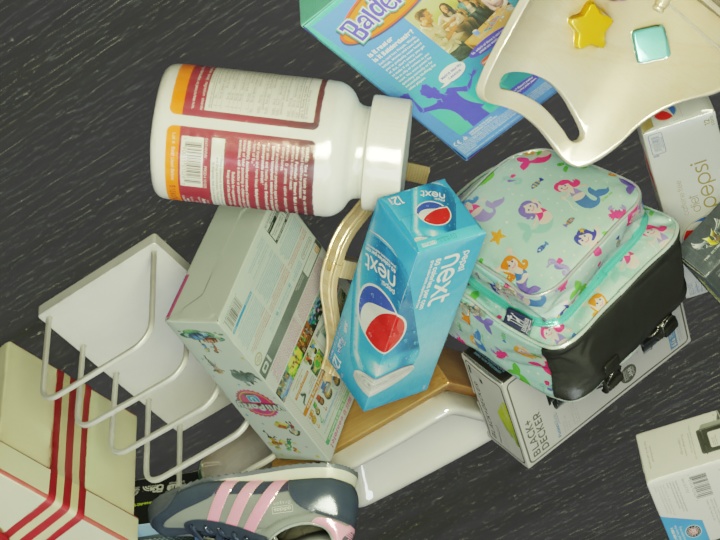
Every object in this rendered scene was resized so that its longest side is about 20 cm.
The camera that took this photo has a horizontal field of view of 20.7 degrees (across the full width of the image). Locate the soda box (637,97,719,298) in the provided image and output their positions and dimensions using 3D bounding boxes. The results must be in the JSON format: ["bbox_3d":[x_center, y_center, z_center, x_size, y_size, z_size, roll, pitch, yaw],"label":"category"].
[{"bbox_3d":[0.281,-0.073,1.675,0.063,0.068,0.201,-17,132,6],"label":"soda box"}]

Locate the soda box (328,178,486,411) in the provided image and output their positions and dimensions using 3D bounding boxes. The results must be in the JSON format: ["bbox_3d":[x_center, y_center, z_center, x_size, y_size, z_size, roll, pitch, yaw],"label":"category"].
[{"bbox_3d":[0.035,0.023,1.588,0.067,0.064,0.201,-17,145,-29],"label":"soda box"}]

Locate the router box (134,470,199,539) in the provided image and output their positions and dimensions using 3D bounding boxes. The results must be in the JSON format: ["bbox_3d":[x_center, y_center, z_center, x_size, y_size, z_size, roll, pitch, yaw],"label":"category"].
[{"bbox_3d":[-0.202,0.293,1.969,0.149,0.062,0.201,-8,133,4],"label":"router box"}]

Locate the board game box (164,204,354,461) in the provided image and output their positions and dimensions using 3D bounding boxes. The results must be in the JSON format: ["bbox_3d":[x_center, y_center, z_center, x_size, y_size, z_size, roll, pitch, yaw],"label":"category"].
[{"bbox_3d":[-0.070,0.048,1.694,0.064,0.148,0.200,-3,139,35],"label":"board game box"}]

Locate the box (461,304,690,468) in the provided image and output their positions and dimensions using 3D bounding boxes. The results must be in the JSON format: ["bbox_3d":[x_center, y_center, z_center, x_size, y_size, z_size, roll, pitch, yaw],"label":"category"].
[{"bbox_3d":[0.193,0.068,1.738,0.199,0.060,0.117,-35,134,-17],"label":"box"}]

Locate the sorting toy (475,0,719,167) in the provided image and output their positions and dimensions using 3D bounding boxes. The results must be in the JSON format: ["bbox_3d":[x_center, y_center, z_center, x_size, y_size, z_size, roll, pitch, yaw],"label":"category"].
[{"bbox_3d":[0.180,-0.178,1.504,0.200,0.107,0.180,34,97,-30],"label":"sorting toy"}]

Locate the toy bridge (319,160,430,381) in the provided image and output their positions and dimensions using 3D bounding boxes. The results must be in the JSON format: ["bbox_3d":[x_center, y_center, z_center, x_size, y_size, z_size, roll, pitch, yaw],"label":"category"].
[{"bbox_3d":[0.000,0.000,1.667,0.067,0.027,0.201,11,101,-38],"label":"toy bridge"}]

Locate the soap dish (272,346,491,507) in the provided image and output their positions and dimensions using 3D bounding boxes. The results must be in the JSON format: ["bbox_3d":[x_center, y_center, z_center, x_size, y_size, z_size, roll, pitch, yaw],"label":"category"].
[{"bbox_3d":[0.029,0.141,1.807,0.199,0.082,0.157,-32,158,21],"label":"soap dish"}]

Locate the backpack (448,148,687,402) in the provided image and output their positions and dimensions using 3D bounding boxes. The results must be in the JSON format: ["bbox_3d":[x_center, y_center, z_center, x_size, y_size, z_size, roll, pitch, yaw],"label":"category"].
[{"bbox_3d":[0.147,-0.008,1.631,0.177,0.199,0.151,-43,134,-21],"label":"backpack"}]

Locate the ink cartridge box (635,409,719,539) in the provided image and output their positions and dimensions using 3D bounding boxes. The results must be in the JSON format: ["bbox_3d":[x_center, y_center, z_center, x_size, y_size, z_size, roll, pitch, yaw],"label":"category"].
[{"bbox_3d":[0.383,0.190,1.926,0.199,0.068,0.116,-18,132,11],"label":"ink cartridge box"}]

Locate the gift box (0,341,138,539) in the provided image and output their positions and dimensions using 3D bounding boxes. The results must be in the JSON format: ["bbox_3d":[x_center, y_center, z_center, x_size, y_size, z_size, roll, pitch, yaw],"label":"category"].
[{"bbox_3d":[-0.317,0.217,1.806,0.184,0.187,0.200,30,123,-28],"label":"gift box"}]

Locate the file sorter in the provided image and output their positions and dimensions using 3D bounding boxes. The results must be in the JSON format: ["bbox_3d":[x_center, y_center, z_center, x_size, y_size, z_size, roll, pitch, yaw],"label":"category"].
[{"bbox_3d":[-0.172,0.098,1.753,0.138,0.125,0.200,-30,129,22],"label":"file sorter"}]

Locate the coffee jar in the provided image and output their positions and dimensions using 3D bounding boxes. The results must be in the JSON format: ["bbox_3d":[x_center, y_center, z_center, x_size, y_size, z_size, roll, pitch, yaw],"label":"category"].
[{"bbox_3d":[-0.080,0.242,1.909,0.104,0.085,0.201,-36,134,-18],"label":"coffee jar"}]

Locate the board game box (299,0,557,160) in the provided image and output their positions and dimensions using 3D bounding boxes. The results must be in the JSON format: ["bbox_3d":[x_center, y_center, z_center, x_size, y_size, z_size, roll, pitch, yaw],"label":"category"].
[{"bbox_3d":[0.073,-0.194,1.562,0.152,0.045,0.200,-36,127,26],"label":"board game box"}]

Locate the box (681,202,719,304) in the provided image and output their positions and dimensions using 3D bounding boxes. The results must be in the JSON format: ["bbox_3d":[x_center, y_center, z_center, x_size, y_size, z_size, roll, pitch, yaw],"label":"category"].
[{"bbox_3d":[0.380,-0.039,1.669,0.200,0.051,0.158,-47,130,4],"label":"box"}]

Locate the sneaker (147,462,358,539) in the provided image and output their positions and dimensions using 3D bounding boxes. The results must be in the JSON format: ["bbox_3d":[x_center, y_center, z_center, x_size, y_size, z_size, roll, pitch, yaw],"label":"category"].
[{"bbox_3d":[-0.097,0.224,1.726,0.199,0.083,0.070,-12,151,19],"label":"sneaker"}]

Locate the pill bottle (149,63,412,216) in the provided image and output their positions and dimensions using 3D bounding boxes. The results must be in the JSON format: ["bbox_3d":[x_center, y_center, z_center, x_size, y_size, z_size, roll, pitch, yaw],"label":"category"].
[{"bbox_3d":[-0.062,-0.101,1.570,0.198,0.110,0.110,7,132,3],"label":"pill bottle"}]
